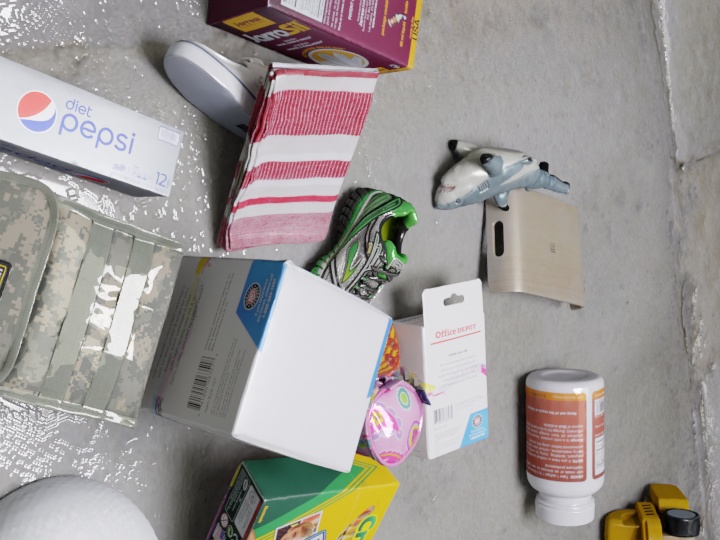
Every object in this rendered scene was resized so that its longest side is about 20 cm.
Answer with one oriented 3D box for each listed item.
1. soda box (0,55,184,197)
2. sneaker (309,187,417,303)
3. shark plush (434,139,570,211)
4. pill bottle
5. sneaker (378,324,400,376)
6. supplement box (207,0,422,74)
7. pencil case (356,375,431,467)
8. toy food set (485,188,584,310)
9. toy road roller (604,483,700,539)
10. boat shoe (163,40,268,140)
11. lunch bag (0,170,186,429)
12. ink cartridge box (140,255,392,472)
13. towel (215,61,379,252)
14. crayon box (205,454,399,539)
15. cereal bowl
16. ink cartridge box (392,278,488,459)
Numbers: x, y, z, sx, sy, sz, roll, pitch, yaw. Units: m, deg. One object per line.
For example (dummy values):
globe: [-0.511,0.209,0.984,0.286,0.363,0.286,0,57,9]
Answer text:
soda box: [-0.253,-0.120,0.731,0.198,0.068,0.065,18,82,-41]
sneaker: [0.000,0.000,0.954,0.078,0.084,0.203,39,67,-49]
shark plush: [0.185,-0.118,1.131,0.197,0.090,0.085,-4,112,-38]
pill bottle: [0.290,0.249,1.227,0.111,0.111,0.205,-5,96,-42]
sneaker: [-0.010,0.135,0.980,0.072,0.077,0.202,35,53,-17]
supplement box: [-0.043,-0.270,0.888,0.197,0.109,0.088,11,86,-42]
pencil case: [-0.028,0.136,0.865,0.086,0.198,0.090,-1,92,-44]
toy food set: [0.246,-0.027,1.216,0.198,0.060,0.147,12,73,-44]
toy road roller: [0.472,0.435,1.422,0.200,0.143,0.126,-15,105,-79]
boat shoe: [-0.113,-0.177,0.864,0.199,0.072,0.067,38,64,-49]
lunch bag: [-0.264,0.021,0.700,0.198,0.117,0.167,22,78,-35]
ink cartridge box: [-0.101,0.081,0.795,0.144,0.198,0.150,28,74,-42]
towel: [-0.061,-0.110,0.872,0.142,0.023,0.203,-10,132,-43]
crayon box: [-0.073,0.281,0.869,0.170,0.058,0.203,6,118,-40]
cereal bowl: [-0.253,0.288,0.746,0.197,0.082,0.205,-3,94,-42]
ink cartridge box: [0.096,0.115,1.068,0.114,0.067,0.205,-9,99,-42]
